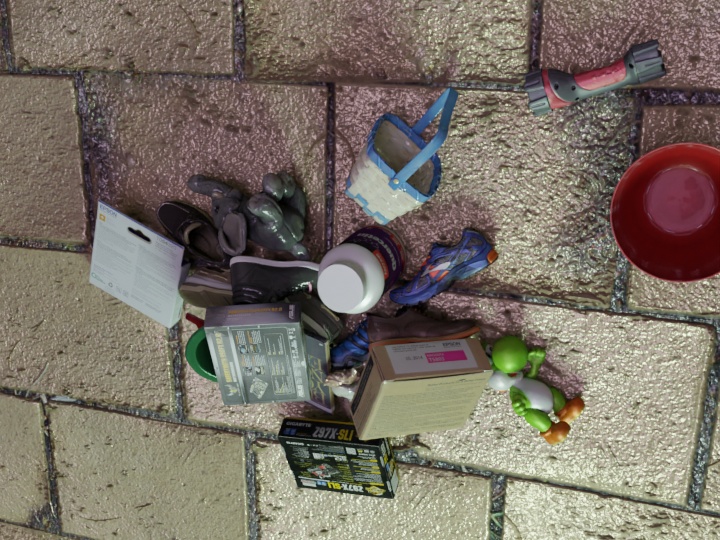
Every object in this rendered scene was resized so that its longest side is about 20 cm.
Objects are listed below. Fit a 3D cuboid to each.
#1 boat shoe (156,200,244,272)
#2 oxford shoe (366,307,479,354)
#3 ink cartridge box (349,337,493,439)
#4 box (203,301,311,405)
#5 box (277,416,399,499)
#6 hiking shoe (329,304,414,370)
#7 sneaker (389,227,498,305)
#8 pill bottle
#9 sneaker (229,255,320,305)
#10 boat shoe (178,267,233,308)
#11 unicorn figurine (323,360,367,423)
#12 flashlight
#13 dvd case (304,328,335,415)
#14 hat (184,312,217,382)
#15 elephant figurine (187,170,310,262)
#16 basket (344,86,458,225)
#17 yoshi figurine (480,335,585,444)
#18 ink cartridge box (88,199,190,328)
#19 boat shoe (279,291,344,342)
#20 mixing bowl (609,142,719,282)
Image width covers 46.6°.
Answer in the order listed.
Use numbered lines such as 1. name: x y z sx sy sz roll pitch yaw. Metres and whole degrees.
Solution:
1. boat shoe: -0.296 -0.070 1.507 0.198 0.065 0.074 32 90 18
2. oxford shoe: 0.106 0.094 1.399 0.197 0.071 0.074 -6 76 -18
3. ink cartridge box: 0.097 0.195 1.376 0.197 0.076 0.166 -2 136 -22
4. box: -0.168 0.143 1.404 0.155 0.049 0.202 -3 132 2
5. box: -0.039 0.343 1.530 0.197 0.050 0.161 2 133 19
6. hiking shoe: 0.011 0.118 1.476 0.197 0.074 0.088 -15 93 12
7. sneaker: 0.131 -0.005 1.399 0.198 0.075 0.079 -30 86 16
8. pill bottle: 0.000 0.000 1.367 0.111 0.200 0.114 5 108 17
9. sneaker: -0.130 0.038 1.431 0.196 0.071 0.101 5 67 -4
10. boat shoe: -0.235 0.035 1.516 0.197 0.069 0.075 12 144 23
11. unicorn figurine: 0.003 0.217 1.483 0.136 0.075 0.200 -23 132 24
12. flashlight: 0.344 -0.289 1.238 0.197 0.068 0.069 -15 97 24
13. dvd case: -0.115 0.166 1.495 0.147 0.016 0.202 22 139 23
14. hat: -0.233 0.088 1.506 0.196 0.178 0.167 -1 133 -4
15. elephant figurine: -0.198 -0.093 1.463 0.197 0.141 0.158 -12 61 29
16. basket: 0.076 -0.184 1.310 0.138 0.177 0.200 35 128 -9
17. yoshi figurine: 0.277 0.184 1.382 0.199 0.112 0.112 41 98 7
18. ink cartridge box: -0.414 -0.016 1.573 0.194 0.043 0.202 28 125 10
19. boat shoe: -0.114 0.057 1.498 0.201 0.060 0.073 41 149 22
20. mixing bowl: 0.470 -0.093 1.227 0.197 0.108 0.204 5 106 18
